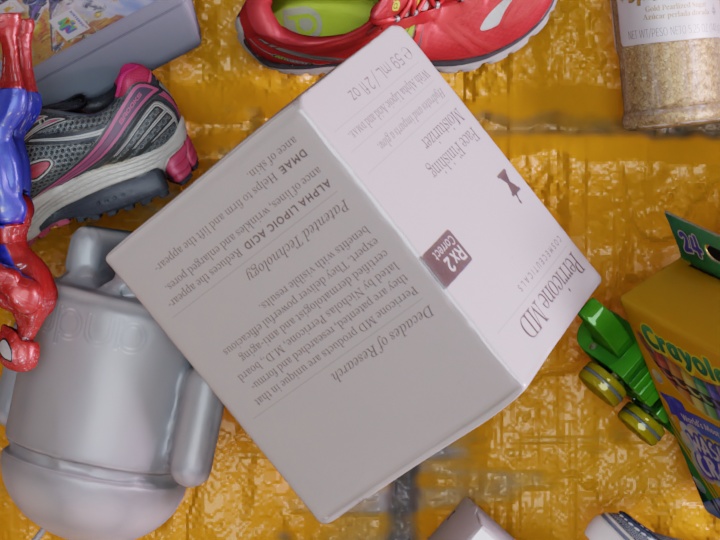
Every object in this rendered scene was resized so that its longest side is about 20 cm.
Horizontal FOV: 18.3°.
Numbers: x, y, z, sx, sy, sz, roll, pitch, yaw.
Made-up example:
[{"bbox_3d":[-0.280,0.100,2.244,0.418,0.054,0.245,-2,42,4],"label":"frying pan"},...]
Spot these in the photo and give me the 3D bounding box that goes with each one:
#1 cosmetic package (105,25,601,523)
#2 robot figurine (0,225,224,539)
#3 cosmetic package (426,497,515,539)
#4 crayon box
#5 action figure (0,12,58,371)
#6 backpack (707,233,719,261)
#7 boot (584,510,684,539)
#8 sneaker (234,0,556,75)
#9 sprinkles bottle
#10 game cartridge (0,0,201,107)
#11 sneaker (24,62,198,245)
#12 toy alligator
[{"bbox_3d":[0.000,0.000,1.283,0.165,0.165,0.200,-37,95,30],"label":"cosmetic package"},{"bbox_3d":[-0.151,0.076,1.334,0.170,0.113,0.200,13,93,38],"label":"robot figurine"},{"bbox_3d":[0.115,0.239,1.356,0.200,0.108,0.085,42,92,-2],"label":"cosmetic package"},{"bbox_3d":[0.221,0.074,1.287,0.052,0.126,0.200,-32,117,-14],"label":"crayon box"},{"bbox_3d":[-0.224,-0.039,1.269,0.099,0.065,0.200,-7,89,6],"label":"action figure"},{"bbox_3d":[0.326,0.020,1.332,0.183,0.147,0.200,-45,96,3],"label":"backpack"},{"bbox_3d":[0.238,0.187,1.378,0.200,0.073,0.090,36,93,-13],"label":"boot"},{"bbox_3d":[0.025,-0.157,1.336,0.200,0.085,0.077,-12,83,-2],"label":"sneaker"},{"bbox_3d":[0.182,-0.187,1.354,0.068,0.068,0.200,-7,94,-2],"label":"sprinkles bottle"},{"bbox_3d":[-0.183,-0.175,1.289,0.133,0.042,0.200,-23,136,18],"label":"game cartridge"},{"bbox_3d":[-0.201,-0.061,1.334,0.200,0.081,0.075,-22,112,-1],"label":"sneaker"},{"bbox_3d":[0.186,0.077,1.375,0.059,0.054,0.200,-48,120,-4],"label":"toy alligator"}]
